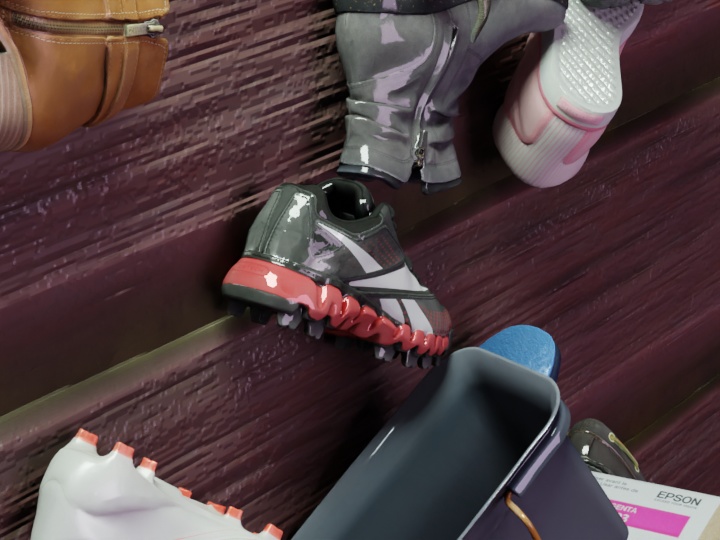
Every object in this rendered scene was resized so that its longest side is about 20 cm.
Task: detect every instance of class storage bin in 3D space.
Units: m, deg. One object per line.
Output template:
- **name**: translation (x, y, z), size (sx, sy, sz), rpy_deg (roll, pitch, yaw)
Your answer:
- **storage bin**: translation (0.072, 0.173, 1.224), size (0.200, 0.145, 0.134), rpy_deg (-51, 124, -13)

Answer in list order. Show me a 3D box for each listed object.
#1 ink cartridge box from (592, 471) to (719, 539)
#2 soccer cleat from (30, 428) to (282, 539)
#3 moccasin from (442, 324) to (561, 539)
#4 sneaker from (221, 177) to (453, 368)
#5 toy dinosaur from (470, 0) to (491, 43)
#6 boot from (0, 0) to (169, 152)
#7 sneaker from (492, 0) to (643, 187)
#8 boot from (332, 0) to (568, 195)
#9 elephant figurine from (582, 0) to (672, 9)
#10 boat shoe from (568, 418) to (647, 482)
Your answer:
- **ink cartridge box**: translation (0.191, 0.225, 1.405), size (0.075, 0.199, 0.165), rpy_deg (-50, 135, -36)
- **soccer cleat**: translation (-0.105, 0.155, 1.099), size (0.200, 0.069, 0.078), rpy_deg (36, 73, -44)
- **moccasin**: translation (0.072, 0.130, 1.340), size (0.201, 0.080, 0.068), rpy_deg (-56, 143, -9)
- **sneaker**: translation (0.000, 0.000, 1.200), size (0.200, 0.071, 0.099), rpy_deg (22, 81, -52)
- **toy dinosaur**: translation (0.034, -0.231, 1.188), size (0.102, 0.077, 0.202), rpy_deg (3, 85, -40)
- **boot**: translation (-0.148, -0.155, 0.954), size (0.155, 0.076, 0.202), rpy_deg (-18, 114, -49)
- **sneaker**: translation (0.136, -0.136, 1.372), size (0.201, 0.075, 0.105), rpy_deg (-75, -169, -48)
- **boot**: translation (0.054, -0.116, 1.251), size (0.199, 0.070, 0.133), rpy_deg (-8, 98, -41)
- **elephant figurine**: translation (0.169, -0.285, 1.334), size (0.155, 0.140, 0.201), rpy_deg (107, -31, -68)
- **boat shoe**: translation (0.196, 0.185, 1.511), size (0.201, 0.071, 0.061), rpy_deg (56, 49, -47)
